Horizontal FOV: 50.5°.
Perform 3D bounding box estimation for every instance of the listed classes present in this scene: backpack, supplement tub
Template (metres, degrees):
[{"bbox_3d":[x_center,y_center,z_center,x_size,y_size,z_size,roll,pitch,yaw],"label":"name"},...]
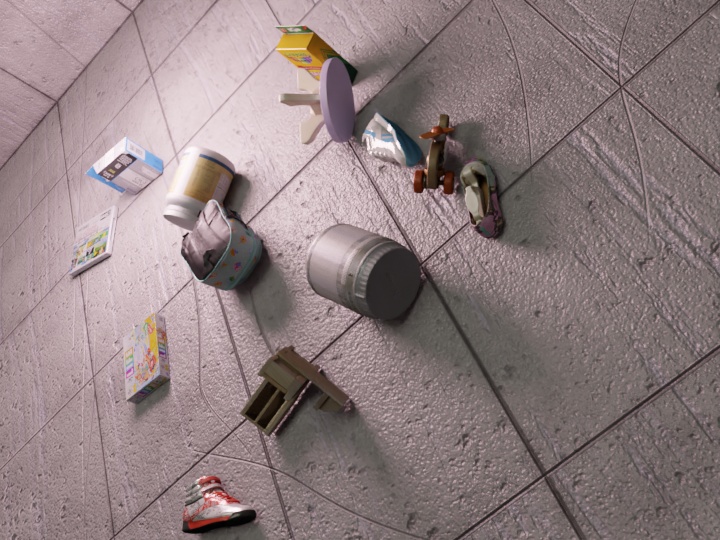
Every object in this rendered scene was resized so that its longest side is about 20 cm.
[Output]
[{"bbox_3d":[-0.331,-0.047,1.847,0.176,0.153,0.200,-52,34,10],"label":"backpack"},{"bbox_3d":[-0.432,-0.213,2.036,0.145,0.145,0.200,7,72,44],"label":"supplement tub"}]

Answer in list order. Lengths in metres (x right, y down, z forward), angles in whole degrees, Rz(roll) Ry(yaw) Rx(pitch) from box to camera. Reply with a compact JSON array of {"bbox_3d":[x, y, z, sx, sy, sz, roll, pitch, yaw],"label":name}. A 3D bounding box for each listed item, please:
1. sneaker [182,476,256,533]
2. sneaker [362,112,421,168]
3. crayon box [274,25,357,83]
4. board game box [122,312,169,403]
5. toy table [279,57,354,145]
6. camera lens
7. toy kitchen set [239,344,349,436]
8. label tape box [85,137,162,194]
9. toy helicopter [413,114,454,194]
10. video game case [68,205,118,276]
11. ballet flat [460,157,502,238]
[{"bbox_3d":[-0.297,0.478,1.588,0.201,0.067,0.108,-24,56,34],"label":"sneaker"},{"bbox_3d":[0.068,-0.269,1.675,0.081,0.076,0.200,-54,37,18],"label":"sneaker"},{"bbox_3d":[-0.118,-0.528,1.887,0.127,0.200,0.051,17,79,46],"label":"crayon box"},{"bbox_3d":[-0.560,0.227,1.989,0.134,0.034,0.200,-37,47,22],"label":"board game box"},{"bbox_3d":[-0.096,-0.398,1.823,0.117,0.184,0.200,-6,74,30],"label":"toy table"},{"bbox_3d":[0.000,0.000,1.516,0.200,0.160,0.160,22,83,46],"label":"camera lens"},{"bbox_3d":[-0.141,0.273,1.504,0.163,0.200,0.181,37,95,5],"label":"toy kitchen set"},{"bbox_3d":[-0.731,-0.303,2.357,0.200,0.143,0.066,-33,48,24],"label":"label tape box"},{"bbox_3d":[0.156,-0.256,1.553,0.079,0.132,0.200,4,49,13],"label":"toy helicopter"},{"bbox_3d":[-0.853,-0.094,2.443,0.200,0.022,0.182,-23,53,30],"label":"video game case"},{"bbox_3d":[0.223,-0.153,1.463,0.069,0.071,0.200,-28,51,29],"label":"ballet flat"}]
